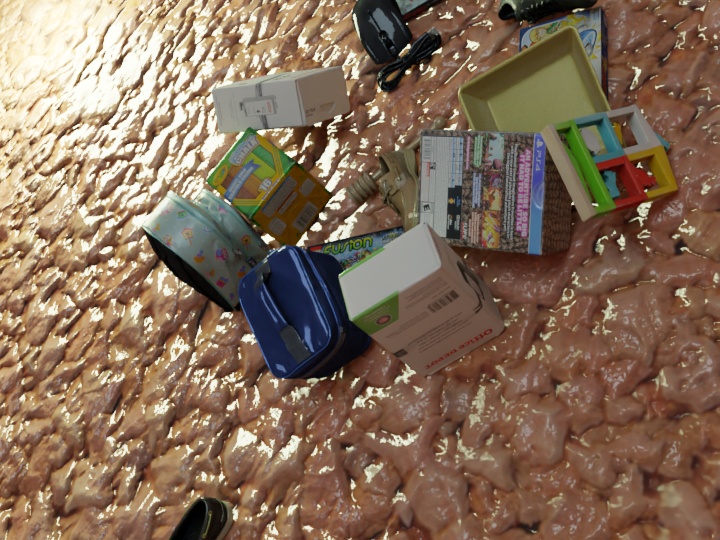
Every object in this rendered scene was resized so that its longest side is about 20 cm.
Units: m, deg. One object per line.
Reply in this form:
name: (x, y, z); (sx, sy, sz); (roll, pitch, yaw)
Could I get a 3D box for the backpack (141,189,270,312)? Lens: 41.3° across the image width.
backpack: (-0.259, -0.045, 1.592); (0.175, 0.200, 0.154); (35, 87, 42)

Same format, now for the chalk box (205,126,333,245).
chalk box: (-0.168, -0.150, 1.634); (0.125, 0.124, 0.199); (-52, 49, -1)

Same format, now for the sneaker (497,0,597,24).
sneaker: (0.290, -0.418, 1.488); (0.080, 0.075, 0.199); (-56, 33, -3)

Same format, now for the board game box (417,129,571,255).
board game box: (0.187, -0.114, 1.338); (0.198, 0.096, 0.162); (8, 101, 35)

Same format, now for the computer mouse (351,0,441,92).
computer mouse: (0.042, -0.423, 1.661); (0.138, 0.053, 0.201); (-39, 59, 16)

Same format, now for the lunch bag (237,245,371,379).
lunch bag: (-0.091, 0.057, 1.429); (0.135, 0.132, 0.202); (-38, 67, 22)

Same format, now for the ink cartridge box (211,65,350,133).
ink cartridge box: (-0.138, -0.299, 1.674); (0.198, 0.146, 0.084); (1, 110, 35)

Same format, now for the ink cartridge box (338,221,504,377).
ink cartridge box: (0.086, 0.045, 1.304); (0.144, 0.200, 0.085); (-31, 49, 16)

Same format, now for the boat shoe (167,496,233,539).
boat shoe: (-0.271, 0.431, 1.437); (0.071, 0.060, 0.203); (27, 83, 41)

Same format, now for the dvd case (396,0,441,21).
dvd case: (0.101, -0.522, 1.714); (0.198, 0.022, 0.148); (-26, 54, 23)

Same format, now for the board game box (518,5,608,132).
board game box: (0.304, -0.292, 1.440); (0.134, 0.034, 0.203); (-10, 61, 30)

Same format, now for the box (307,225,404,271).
box: (0.000, 0.000, 1.496); (0.198, 0.035, 0.112); (-12, 60, 30)

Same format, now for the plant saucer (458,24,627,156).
plant saucer: (0.263, -0.214, 1.371); (0.198, 0.048, 0.202); (-25, 82, 29)

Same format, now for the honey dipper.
honey dipper: (0.060, -0.183, 1.552); (0.199, 0.038, 0.038); (-40, 50, 9)

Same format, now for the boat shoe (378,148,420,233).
boat shoe: (0.060, -0.117, 1.457); (0.063, 0.072, 0.201); (-1, 35, -3)

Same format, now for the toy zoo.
toy zoo: (0.339, -0.147, 1.255); (0.020, 0.198, 0.133); (-41, 68, 57)
